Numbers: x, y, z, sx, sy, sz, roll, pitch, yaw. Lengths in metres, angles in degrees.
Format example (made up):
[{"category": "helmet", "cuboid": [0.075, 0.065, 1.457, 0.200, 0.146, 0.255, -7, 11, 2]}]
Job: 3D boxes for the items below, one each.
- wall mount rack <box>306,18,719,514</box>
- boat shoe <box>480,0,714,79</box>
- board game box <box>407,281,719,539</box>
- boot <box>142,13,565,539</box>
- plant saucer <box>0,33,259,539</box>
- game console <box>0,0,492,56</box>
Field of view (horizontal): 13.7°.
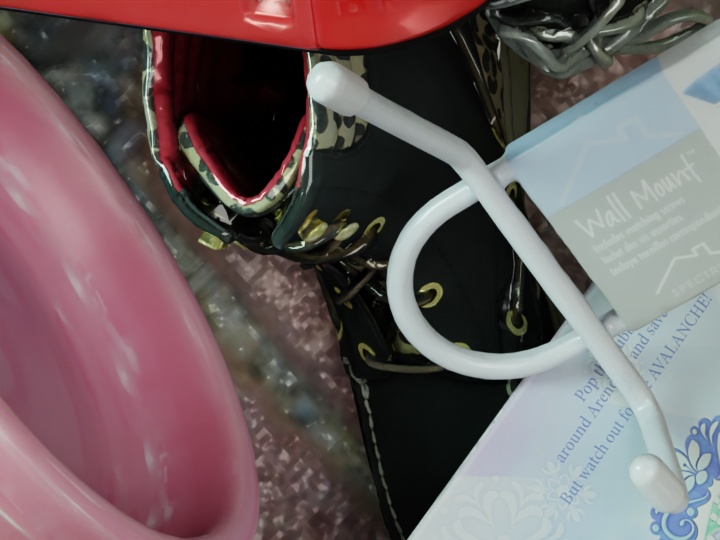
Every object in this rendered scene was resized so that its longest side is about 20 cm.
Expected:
[{"category": "wall mount rack", "cuboid": [0.082, -0.034, 0.741, 0.199, 0.075, 0.174, -31, 121, 14]}, {"category": "boat shoe", "cuboid": [0.062, -0.091, 0.850, 0.073, 0.199, 0.068, -14, 101, 15]}, {"category": "board game box", "cuboid": [0.106, 0.112, 0.818, 0.199, 0.043, 0.200, 37, 64, 3]}, {"category": "boot", "cuboid": [-0.001, -0.001, 0.849, 0.073, 0.154, 0.205, -4, 90, 26]}, {"category": "plant saucer", "cuboid": [-0.104, 0.007, 0.813, 0.051, 0.201, 0.201, -34, 102, 14]}, {"category": "game console", "cuboid": [-0.023, -0.121, 0.797, 0.177, 0.199, 0.031, -48, 137, -41]}]
